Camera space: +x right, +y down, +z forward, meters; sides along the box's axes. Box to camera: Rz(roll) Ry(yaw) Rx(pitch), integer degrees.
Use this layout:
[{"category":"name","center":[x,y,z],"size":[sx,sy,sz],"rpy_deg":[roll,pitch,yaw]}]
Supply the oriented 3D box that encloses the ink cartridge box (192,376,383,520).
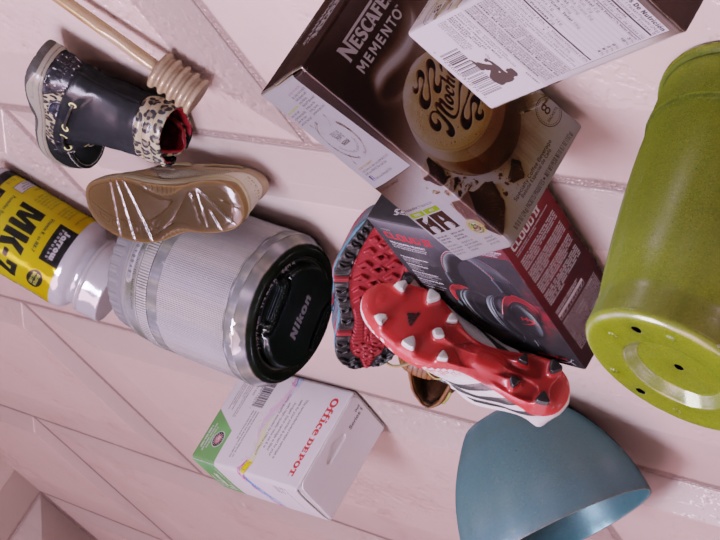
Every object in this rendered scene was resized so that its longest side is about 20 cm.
[{"category":"ink cartridge box","center":[-0.091,0.214,2.110],"size":[0.199,0.145,0.084],"rpy_deg":[10,151,44]}]

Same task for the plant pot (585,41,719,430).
[{"category":"plant pot","center":[0.243,-0.008,1.089],"size":[0.200,0.193,0.201],"rpy_deg":[27,159,11]}]

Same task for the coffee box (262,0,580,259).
[{"category":"coffee box","center":[0.045,-0.116,1.221],"size":[0.200,0.113,0.080],"rpy_deg":[38,158,-15]}]

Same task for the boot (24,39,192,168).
[{"category":"boot","center":[-0.241,-0.135,1.663],"size":[0.153,0.074,0.204],"rpy_deg":[24,159,12]}]

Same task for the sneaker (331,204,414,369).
[{"category":"sneaker","center":[0.000,0.000,1.602],"size":[0.079,0.096,0.201],"rpy_deg":[-2,137,-14]}]

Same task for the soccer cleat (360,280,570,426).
[{"category":"soccer cleat","center":[0.087,0.076,1.463],"size":[0.199,0.069,0.085],"rpy_deg":[25,156,7]}]

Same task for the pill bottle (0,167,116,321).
[{"category":"pill bottle","center":[-0.376,-0.029,2.022],"size":[0.199,0.115,0.114],"rpy_deg":[29,159,7]}]

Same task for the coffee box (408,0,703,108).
[{"category":"coffee box","center":[0.127,-0.180,0.986],"size":[0.080,0.113,0.200],"rpy_deg":[39,157,-17]}]

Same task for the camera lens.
[{"category":"camera lens","center":[-0.139,0.019,1.730],"size":[0.199,0.160,0.160],"rpy_deg":[19,155,31]}]

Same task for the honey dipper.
[{"category":"honey dipper","center":[-0.225,-0.215,1.520],"size":[0.200,0.038,0.038],"rpy_deg":[37,159,0]}]

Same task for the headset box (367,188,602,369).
[{"category":"headset box","center":[0.110,-0.014,1.424],"size":[0.148,0.075,0.200],"rpy_deg":[13,152,42]}]

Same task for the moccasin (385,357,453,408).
[{"category":"moccasin","center":[0.069,0.081,1.688],"size":[0.073,0.078,0.202],"rpy_deg":[28,158,12]}]

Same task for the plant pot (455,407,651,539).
[{"category":"plant pot","center":[0.175,0.207,1.708],"size":[0.200,0.199,0.135],"rpy_deg":[100,147,-68]}]

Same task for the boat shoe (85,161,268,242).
[{"category":"boat shoe","center":[-0.183,-0.074,1.673],"size":[0.199,0.065,0.073],"rpy_deg":[-2,115,32]}]
